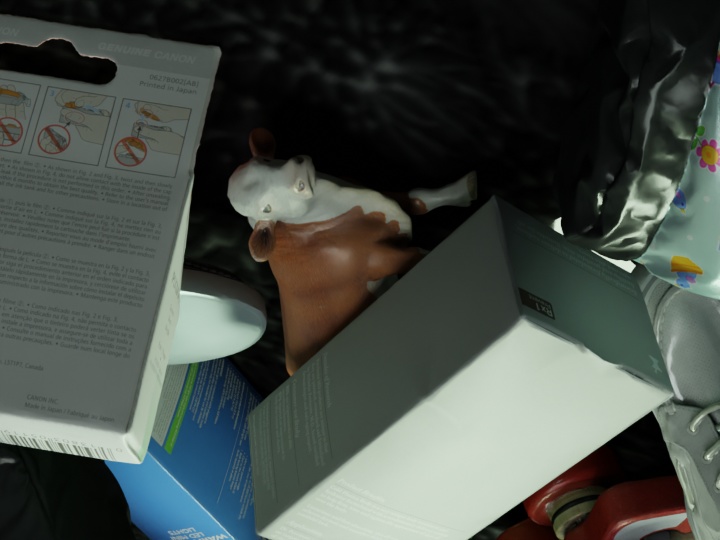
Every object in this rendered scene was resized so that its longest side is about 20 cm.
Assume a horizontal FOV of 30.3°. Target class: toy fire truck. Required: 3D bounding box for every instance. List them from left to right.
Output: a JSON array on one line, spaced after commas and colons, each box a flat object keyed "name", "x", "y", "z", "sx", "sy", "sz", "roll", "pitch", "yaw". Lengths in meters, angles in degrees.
[{"name": "toy fire truck", "x": 0.186, "y": 0.185, "z": 0.846, "sx": 0.167, "sy": 0.112, "sz": 0.200, "roll": -7, "pitch": 142, "yaw": -16}]

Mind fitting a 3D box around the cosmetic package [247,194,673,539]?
[{"name": "cosmetic package", "x": 0.043, "y": 0.067, "z": 0.665, "sx": 0.107, "sy": 0.090, "sz": 0.200, "roll": 28, "pitch": 123, "yaw": -32}]

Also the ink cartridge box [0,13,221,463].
[{"name": "ink cartridge box", "x": -0.160, "y": -0.021, "z": 0.622, "sx": 0.160, "sy": 0.200, "sz": 0.050, "roll": 9, "pitch": 155, "yaw": 2}]

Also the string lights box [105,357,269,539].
[{"name": "string lights box", "x": -0.104, "y": 0.107, "z": 0.809, "sx": 0.059, "sy": 0.103, "sz": 0.200, "roll": -14, "pitch": 132, "yaw": 26}]

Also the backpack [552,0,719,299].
[{"name": "backpack", "x": 0.192, "y": -0.056, "z": 0.549, "sx": 0.199, "sy": 0.127, "sz": 0.167, "roll": 9, "pitch": 135, "yaw": -2}]

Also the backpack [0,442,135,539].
[{"name": "backpack", "x": -0.218, "y": 0.148, "z": 0.676, "sx": 0.200, "sy": 0.167, "sz": 0.127, "roll": -31, "pitch": 159, "yaw": 17}]

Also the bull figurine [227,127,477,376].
[{"name": "bull figurine", "x": 0.000, "y": 0.000, "z": 0.696, "sx": 0.121, "sy": 0.065, "sz": 0.200, "roll": 0, "pitch": 142, "yaw": 3}]

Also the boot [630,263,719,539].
[{"name": "boot", "x": 0.197, "y": 0.088, "z": 0.688, "sx": 0.073, "sy": 0.096, "sz": 0.200, "roll": -25, "pitch": 111, "yaw": -3}]

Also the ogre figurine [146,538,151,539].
[{"name": "ogre figurine", "x": -0.180, "y": 0.166, "z": 0.853, "sx": 0.120, "sy": 0.098, "sz": 0.200, "roll": -5, "pitch": 124, "yaw": 34}]

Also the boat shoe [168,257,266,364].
[{"name": "boat shoe", "x": -0.149, "y": -0.009, "z": 0.715, "sx": 0.200, "sy": 0.091, "sz": 0.071, "roll": 6, "pitch": 140, "yaw": -17}]
